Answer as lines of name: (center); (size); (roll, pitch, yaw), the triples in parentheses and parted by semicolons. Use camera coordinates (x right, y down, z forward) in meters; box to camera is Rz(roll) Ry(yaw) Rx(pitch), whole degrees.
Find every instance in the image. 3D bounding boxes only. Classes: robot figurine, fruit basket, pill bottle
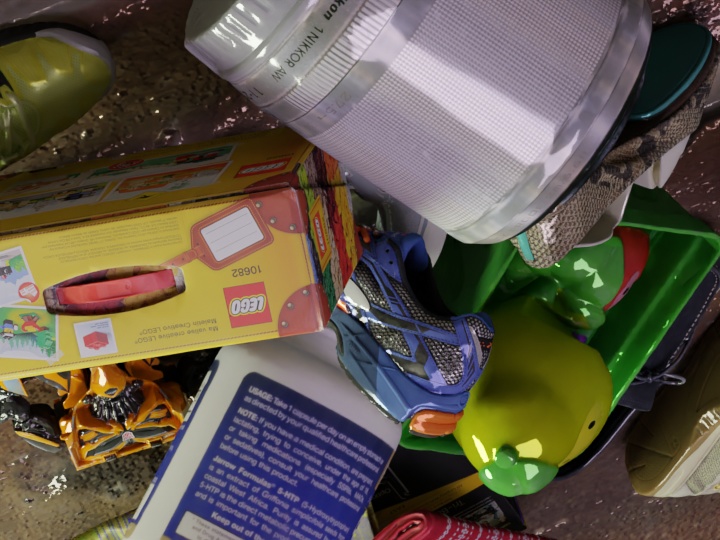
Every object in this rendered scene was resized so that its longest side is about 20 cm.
robot figurine: (-0.153, 0.043, 1.686); (0.145, 0.058, 0.200); (-18, 139, -2)
fruit basket: (0.109, 0.049, 1.697); (0.155, 0.216, 0.216); (7, 132, -29)
pill bottle: (-0.045, 0.104, 1.699); (0.120, 0.120, 0.200); (34, 80, -44)

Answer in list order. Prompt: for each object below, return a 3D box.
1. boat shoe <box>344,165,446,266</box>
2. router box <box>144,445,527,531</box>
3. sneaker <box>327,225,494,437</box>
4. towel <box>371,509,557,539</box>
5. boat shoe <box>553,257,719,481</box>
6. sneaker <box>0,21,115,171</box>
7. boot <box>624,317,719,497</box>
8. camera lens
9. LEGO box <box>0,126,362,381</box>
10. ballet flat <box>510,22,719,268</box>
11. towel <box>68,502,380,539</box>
boat shoe: (0.016, -0.079, 1.628); (0.071, 0.070, 0.201); (-1, 131, -9)
router box: (-0.013, 0.153, 1.869); (0.200, 0.052, 0.157); (-27, 139, 7)
sneaker: (0.000, 0.000, 1.619); (0.078, 0.200, 0.075); (-50, 164, 16)
towel: (0.034, 0.205, 1.865); (0.145, 0.023, 0.200); (-40, 155, 16)
boat shoe: (0.166, 0.056, 1.834); (0.075, 0.062, 0.200); (20, 123, -35)
sneaker: (-0.216, -0.062, 1.526); (0.200, 0.076, 0.075); (-26, 132, -5)
boot: (0.286, 0.087, 1.910); (0.154, 0.072, 0.200); (13, 134, -32)
camera lens: (0.034, -0.121, 1.471); (0.200, 0.160, 0.160); (33, 119, -15)
LEGO box: (-0.110, -0.010, 1.501); (0.199, 0.149, 0.077); (-9, 104, 11)
ballet flat: (0.139, -0.063, 1.623); (0.200, 0.068, 0.075); (-42, 130, -42)
towel: (-0.081, 0.177, 1.807); (0.200, 0.023, 0.144); (-18, 140, -4)
